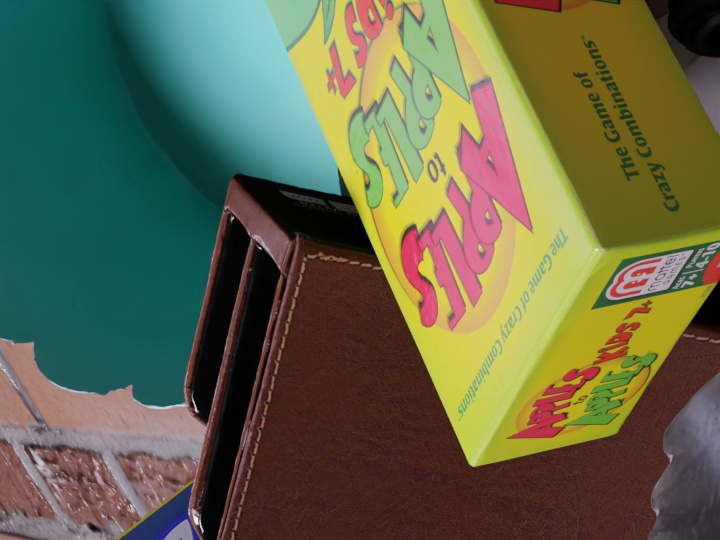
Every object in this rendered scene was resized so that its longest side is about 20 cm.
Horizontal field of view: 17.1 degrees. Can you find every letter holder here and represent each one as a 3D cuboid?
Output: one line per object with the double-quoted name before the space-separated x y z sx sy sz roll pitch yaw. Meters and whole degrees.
"letter holder" 0.048 0.067 0.727 0.101 0.198 0.143 -137 59 -72

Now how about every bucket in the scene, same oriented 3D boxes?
"bucket" -0.059 -0.067 0.844 0.206 0.135 0.209 12 115 28

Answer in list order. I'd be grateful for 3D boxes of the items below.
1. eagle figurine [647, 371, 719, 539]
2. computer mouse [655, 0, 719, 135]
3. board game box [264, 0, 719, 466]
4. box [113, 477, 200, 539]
"eagle figurine" 0.157 -0.023 0.575 0.151 0.151 0.201 -122 39 -52
"computer mouse" 0.112 -0.047 0.712 0.200 0.109 0.044 153 123 -71
"board game box" 0.025 -0.063 0.632 0.201 0.047 0.102 67 152 27
"box" -0.029 0.108 1.018 0.064 0.200 0.070 42 154 22
